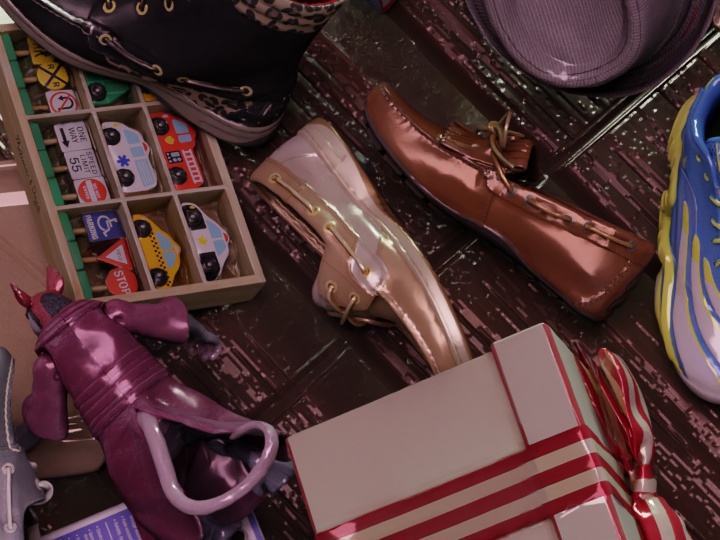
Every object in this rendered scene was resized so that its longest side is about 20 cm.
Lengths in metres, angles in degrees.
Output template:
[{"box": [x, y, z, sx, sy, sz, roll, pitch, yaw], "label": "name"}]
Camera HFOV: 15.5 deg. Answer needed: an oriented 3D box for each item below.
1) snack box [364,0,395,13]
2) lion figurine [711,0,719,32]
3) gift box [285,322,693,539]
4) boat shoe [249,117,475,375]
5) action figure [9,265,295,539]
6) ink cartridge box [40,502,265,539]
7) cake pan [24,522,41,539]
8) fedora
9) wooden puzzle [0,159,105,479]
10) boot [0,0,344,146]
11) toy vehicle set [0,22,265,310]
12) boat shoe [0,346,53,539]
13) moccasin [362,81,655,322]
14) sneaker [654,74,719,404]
[{"box": [0.014, -0.294, 1.713, 0.168, 0.068, 0.200, 39, 77, 17], "label": "snack box"}, {"box": [0.180, -0.218, 1.661, 0.199, 0.072, 0.123, 13, 104, 11], "label": "lion figurine"}, {"box": [0.088, 0.143, 1.484, 0.186, 0.200, 0.185, -23, 72, 11], "label": "gift box"}, {"box": [0.000, 0.000, 1.603, 0.069, 0.074, 0.200, -32, 61, -5], "label": "boat shoe"}, {"box": [-0.138, 0.078, 1.505, 0.134, 0.149, 0.200, -43, 80, -1], "label": "action figure"}, {"box": [-0.147, 0.195, 1.552, 0.199, 0.039, 0.100, -22, 68, -3], "label": "ink cartridge box"}, {"box": [-0.279, 0.181, 1.530, 0.199, 0.037, 0.201, -3, 63, 6], "label": "cake pan"}, {"box": [0.127, -0.191, 1.601, 0.176, 0.090, 0.201, -4, 110, 22], "label": "fedora"}, {"box": [-0.250, 0.036, 1.625, 0.184, 0.037, 0.201, -6, 73, 1], "label": "wooden puzzle"}, {"box": [-0.113, -0.172, 1.594, 0.203, 0.154, 0.074, 30, 54, -7], "label": "boot"}, {"box": [-0.148, -0.066, 1.631, 0.124, 0.027, 0.201, -9, 67, -27], "label": "toy vehicle set"}, {"box": [-0.207, 0.136, 1.493, 0.061, 0.073, 0.201, 10, 62, -14], "label": "boat shoe"}, {"box": [0.088, -0.054, 1.604, 0.201, 0.074, 0.078, 38, 101, 17], "label": "moccasin"}, {"box": [0.212, -0.026, 1.576, 0.075, 0.105, 0.201, -3, 68, 3], "label": "sneaker"}]
